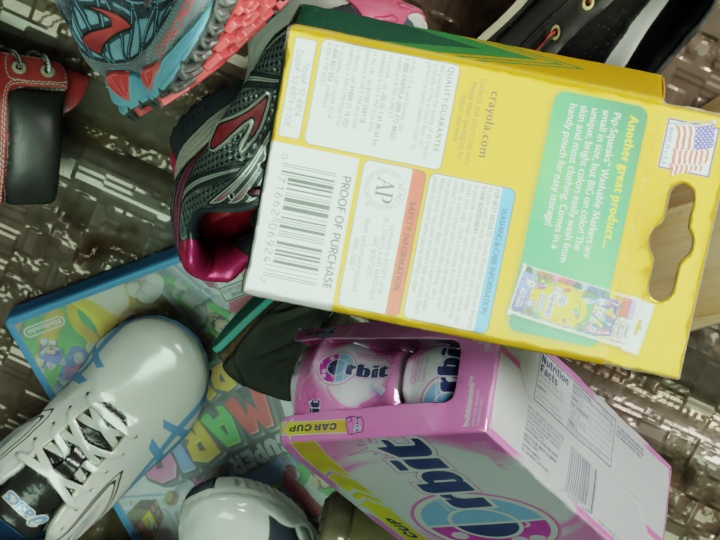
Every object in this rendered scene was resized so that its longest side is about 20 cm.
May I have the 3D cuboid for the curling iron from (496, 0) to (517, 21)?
[{"bbox_3d":[0.053,-0.100,1.418,0.049,0.026,0.200,4,132,-32],"label":"curling iron"}]

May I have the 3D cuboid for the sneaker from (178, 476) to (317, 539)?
[{"bbox_3d":[-0.062,0.214,1.541,0.079,0.130,0.200,4,130,3],"label":"sneaker"}]

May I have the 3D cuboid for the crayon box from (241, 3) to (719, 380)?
[{"bbox_3d":[0.057,-0.035,1.311,0.199,0.052,0.126,12,107,2],"label":"crayon box"}]

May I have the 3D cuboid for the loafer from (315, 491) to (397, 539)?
[{"bbox_3d":[0.014,0.204,1.558,0.067,0.076,0.201,4,131,12],"label":"loafer"}]

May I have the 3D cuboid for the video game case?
[{"bbox_3d":[-0.081,0.084,1.559,0.143,0.018,0.201,-20,112,22],"label":"video game case"}]

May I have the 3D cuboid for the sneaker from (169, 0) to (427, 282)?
[{"bbox_3d":[-0.029,-0.065,1.400,0.080,0.075,0.200,16,144,-20],"label":"sneaker"}]

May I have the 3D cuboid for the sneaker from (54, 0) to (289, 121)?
[{"bbox_3d":[-0.099,-0.126,1.335,0.096,0.079,0.200,49,160,-8],"label":"sneaker"}]

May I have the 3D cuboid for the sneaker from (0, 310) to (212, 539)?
[{"bbox_3d":[-0.148,0.098,1.532,0.072,0.073,0.200,41,118,-8],"label":"sneaker"}]

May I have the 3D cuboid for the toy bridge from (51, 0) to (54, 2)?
[{"bbox_3d":[-0.122,-0.155,1.434,0.199,0.027,0.067,23,123,0],"label":"toy bridge"}]

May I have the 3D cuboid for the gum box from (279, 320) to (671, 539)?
[{"bbox_3d":[0.057,0.089,1.434,0.113,0.066,0.200,-6,150,30],"label":"gum box"}]

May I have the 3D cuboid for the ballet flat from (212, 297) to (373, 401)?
[{"bbox_3d":[0.000,0.000,1.438,0.068,0.068,0.200,38,136,-3],"label":"ballet flat"}]

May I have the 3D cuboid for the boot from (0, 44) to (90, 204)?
[{"bbox_3d":[-0.212,-0.125,1.459,0.143,0.072,0.201,-11,97,-12],"label":"boot"}]

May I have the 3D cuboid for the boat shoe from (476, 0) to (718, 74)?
[{"bbox_3d":[0.095,-0.090,1.384,0.073,0.063,0.202,12,129,-37],"label":"boat shoe"}]

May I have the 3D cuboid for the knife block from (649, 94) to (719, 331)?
[{"bbox_3d":[0.129,-0.003,1.375,0.175,0.200,0.064,-35,109,-4],"label":"knife block"}]
